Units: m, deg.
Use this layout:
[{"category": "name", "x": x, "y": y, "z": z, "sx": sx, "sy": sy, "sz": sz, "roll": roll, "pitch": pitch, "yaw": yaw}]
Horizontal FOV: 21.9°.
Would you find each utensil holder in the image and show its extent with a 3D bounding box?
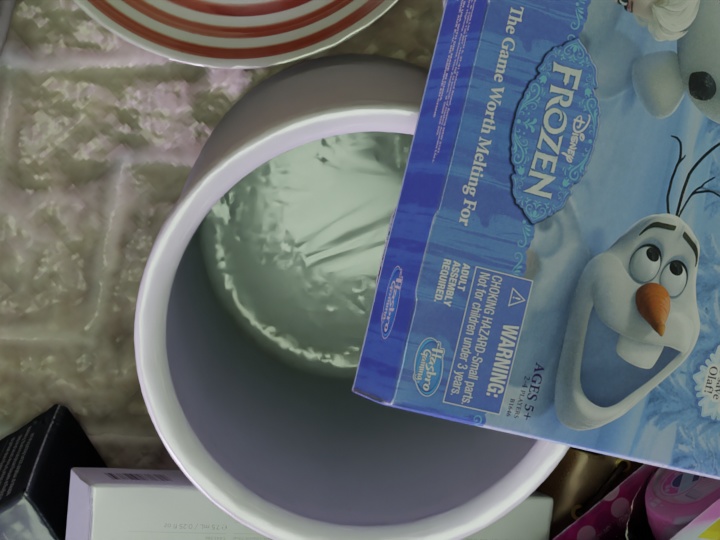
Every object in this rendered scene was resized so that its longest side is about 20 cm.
[{"category": "utensil holder", "x": 0.000, "y": 0.000, "z": 0.759, "sx": 0.170, "sy": 0.200, "sz": 0.170, "roll": -1, "pitch": 105, "yaw": -2}]

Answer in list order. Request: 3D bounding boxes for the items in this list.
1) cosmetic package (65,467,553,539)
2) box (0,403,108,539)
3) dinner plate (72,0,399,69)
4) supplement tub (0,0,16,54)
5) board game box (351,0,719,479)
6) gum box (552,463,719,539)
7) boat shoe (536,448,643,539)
[{"category": "cosmetic package", "x": -0.025, "y": 0.162, "z": 0.774, "sx": 0.200, "sy": 0.052, "sz": 0.151, "roll": 5, "pitch": 90, "yaw": -19}, {"category": "box", "x": -0.171, "y": 0.204, "z": 0.845, "sx": 0.196, "sy": 0.124, "sz": 0.200, "roll": -30, "pitch": 103, "yaw": 7}, {"category": "dinner plate", "x": -0.052, "y": -0.186, "z": 0.789, "sx": 0.200, "sy": 0.024, "sz": 0.200, "roll": 1, "pitch": 96, "yaw": 7}, {"category": "supplement tub", "x": -0.252, "y": -0.106, "z": 0.760, "sx": 0.200, "sy": 0.132, "sz": 0.132, "roll": 20, "pitch": 102, "yaw": -8}, {"category": "board game box", "x": 0.116, "y": -0.032, "z": 0.645, "sx": 0.199, "sy": 0.043, "sz": 0.200, "roll": 13, "pitch": 90, "yaw": -20}, {"category": "gum box", "x": 0.113, "y": 0.164, "z": 0.758, "sx": 0.200, "sy": 0.066, "sz": 0.114, "roll": -37, "pitch": 108, "yaw": -11}, {"category": "boat shoe", "x": 0.100, "y": 0.104, "z": 0.858, "sx": 0.200, "sy": 0.072, "sz": 0.068, "roll": -37, "pitch": 97, "yaw": 1}]
